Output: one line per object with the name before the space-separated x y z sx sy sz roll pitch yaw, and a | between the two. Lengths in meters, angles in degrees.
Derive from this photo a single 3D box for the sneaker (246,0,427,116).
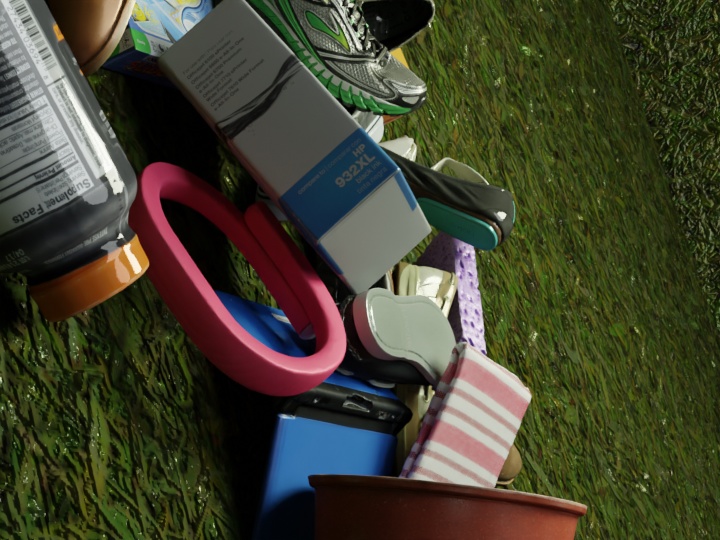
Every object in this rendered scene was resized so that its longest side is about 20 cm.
sneaker | -0.023 -0.203 1.203 0.199 0.085 0.078 39 21 -4

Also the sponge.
sponge | 0.072 0.063 1.352 0.030 0.112 0.202 19 46 -25

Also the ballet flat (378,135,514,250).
ballet flat | 0.053 -0.080 1.358 0.068 0.198 0.069 101 15 -57

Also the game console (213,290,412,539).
game console | -0.053 0.124 1.126 0.171 0.119 0.200 44 10 27

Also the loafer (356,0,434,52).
loafer | -0.020 -0.209 1.279 0.076 0.198 0.070 67 -12 -24

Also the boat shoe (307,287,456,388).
boat shoe | 0.022 0.056 1.169 0.200 0.060 0.077 32 47 -59

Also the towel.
towel | 0.072 0.167 1.212 0.146 0.030 0.202 38 74 -57

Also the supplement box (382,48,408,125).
supplement box | -0.015 -0.232 1.366 0.202 0.068 0.067 68 23 -8

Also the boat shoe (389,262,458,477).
boat shoe | 0.052 0.092 1.277 0.073 0.062 0.203 117 -21 -63

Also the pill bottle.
pill bottle | -0.198 -0.072 0.842 0.202 0.105 0.106 64 22 -14

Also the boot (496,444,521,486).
boot | 0.125 0.150 1.448 0.200 0.075 0.074 50 27 -42

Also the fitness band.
fitness band | -0.091 0.004 1.034 0.201 0.037 0.143 53 28 17

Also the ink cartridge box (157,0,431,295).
ink cartridge box | -0.048 -0.094 1.109 0.200 0.084 0.145 49 -1 21

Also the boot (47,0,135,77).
boot | -0.229 -0.240 0.986 0.154 0.073 0.202 24 53 -48

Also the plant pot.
plant pot | 0.050 0.252 1.008 0.200 0.199 0.198 27 67 -59

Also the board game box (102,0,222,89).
board game box | -0.155 -0.214 1.164 0.200 0.034 0.137 5 66 -66

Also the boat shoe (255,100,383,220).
boat shoe | -0.040 -0.113 1.257 0.200 0.071 0.072 -56 142 -52

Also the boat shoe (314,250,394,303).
boat shoe | 0.000 0.000 1.288 0.074 0.075 0.202 38 38 -57
